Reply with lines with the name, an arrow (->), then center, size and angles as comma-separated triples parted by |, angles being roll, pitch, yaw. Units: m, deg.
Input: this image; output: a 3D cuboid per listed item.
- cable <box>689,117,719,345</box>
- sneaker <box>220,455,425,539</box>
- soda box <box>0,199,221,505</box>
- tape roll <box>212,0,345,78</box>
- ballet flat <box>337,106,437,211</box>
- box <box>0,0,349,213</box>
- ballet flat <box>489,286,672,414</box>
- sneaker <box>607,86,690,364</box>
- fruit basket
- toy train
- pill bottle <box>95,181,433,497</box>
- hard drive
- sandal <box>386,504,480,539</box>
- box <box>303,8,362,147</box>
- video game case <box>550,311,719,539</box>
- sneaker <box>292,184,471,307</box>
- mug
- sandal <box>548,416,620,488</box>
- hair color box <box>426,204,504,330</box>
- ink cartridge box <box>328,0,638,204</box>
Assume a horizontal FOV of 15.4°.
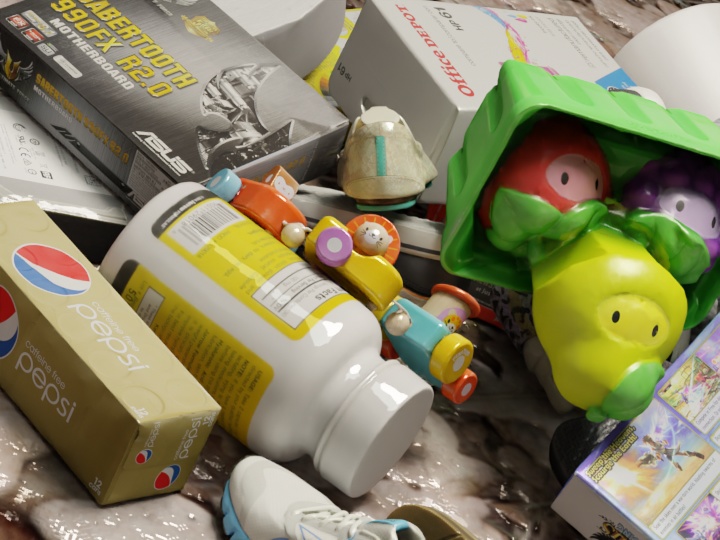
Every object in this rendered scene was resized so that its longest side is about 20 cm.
cable -> 0.252, -0.004, 1.838 | 0.069, 0.200, 0.201 | -8, 62, -16
sneaker -> -0.001, 0.160, 1.486 | 0.075, 0.087, 0.200 | -7, 42, -43
soda box -> -0.172, 0.045, 1.553 | 0.068, 0.064, 0.200 | -8, 43, -46
tape roll -> -0.109, -0.215, 1.940 | 0.199, 0.066, 0.201 | 1, 49, -1
ballet flat -> 0.018, -0.075, 1.719 | 0.067, 0.063, 0.200 | -5, 5, -2
box -> -0.131, -0.118, 1.761 | 0.158, 0.048, 0.200 | -25, 58, -41
ballet flat -> 0.166, 0.076, 1.788 | 0.200, 0.072, 0.072 | 30, 29, 6
sneaker -> 0.158, -0.021, 1.813 | 0.111, 0.201, 0.073 | -7, 0, -31
fruit basket -> 0.157, -0.015, 1.665 | 0.215, 0.156, 0.216 | 21, 31, -13
toy train -> 0.000, 0.000, 1.662 | 0.200, 0.056, 0.150 | 44, -13, -19
pill bottle -> -0.058, 0.045, 1.598 | 0.200, 0.112, 0.111 | 37, 30, 17
hard drive -> -0.186, -0.061, 1.741 | 0.199, 0.038, 0.140 | 11, 33, -28
sandal -> 0.083, 0.207, 1.507 | 0.200, 0.080, 0.054 | 44, 11, 35
box -> -0.022, -0.144, 2.002 | 0.199, 0.049, 0.117 | -8, 44, -49
video game case -> 0.245, 0.142, 1.681 | 0.181, 0.046, 0.200 | 41, 49, 8
sneaker -> -0.008, -0.007, 1.773 | 0.078, 0.080, 0.199 | 0, 14, -41
mug -> 0.300, -0.107, 2.118 | 0.186, 0.150, 0.154 | -3, 48, -32
sandal -> 0.209, 0.154, 1.718 | 0.199, 0.043, 0.076 | 21, 48, -12
hair color box -> 0.101, -0.037, 1.915 | 0.101, 0.061, 0.200 | 24, 28, -6
ink cartridge box -> 0.098, -0.117, 1.892 | 0.199, 0.085, 0.145 | 1, 38, -35
